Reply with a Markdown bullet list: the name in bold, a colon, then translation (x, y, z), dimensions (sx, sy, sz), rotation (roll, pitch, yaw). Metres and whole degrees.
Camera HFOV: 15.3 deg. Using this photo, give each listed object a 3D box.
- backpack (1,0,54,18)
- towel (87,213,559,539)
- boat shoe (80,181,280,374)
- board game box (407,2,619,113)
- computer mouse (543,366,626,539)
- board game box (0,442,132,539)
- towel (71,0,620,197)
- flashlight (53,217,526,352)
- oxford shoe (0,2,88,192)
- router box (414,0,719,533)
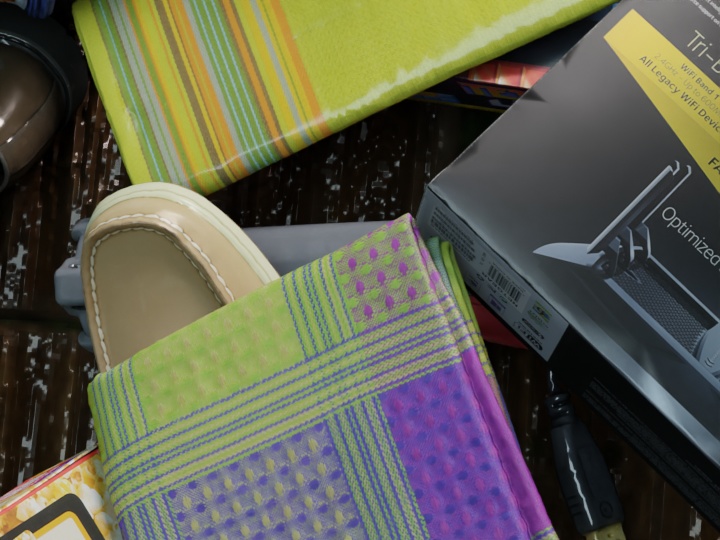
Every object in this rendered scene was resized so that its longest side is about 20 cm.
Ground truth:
- **backpack**: translation (-0.122, -0.185, 0.934), dimensions (0.154, 0.200, 0.191), rotation (12, 75, -1)
- **towel**: translation (-0.001, 0.101, 0.825), dimensions (0.143, 0.023, 0.200), rotation (-26, 77, 22)
- **boat shoe**: translation (-0.045, 0.069, 0.895), dimensions (0.074, 0.066, 0.200), rotation (-19, 101, 21)
- **board game box**: translation (0.096, -0.151, 0.939), dimensions (0.165, 0.057, 0.200), rotation (9, 83, 15)
- **computer mouse**: translation (0.145, 0.081, 0.860), dimensions (0.140, 0.046, 0.200), rotation (-22, 88, -6)
- **board game box**: translation (-0.115, 0.162, 0.811), dimensions (0.046, 0.200, 0.152), rotation (-28, 92, 41)
- **towel**: translation (0.000, -0.094, 0.918), dimensions (0.200, 0.018, 0.086), rotation (-24, 75, 13)
- **flashlight**: translation (0.000, 0.000, 0.937), dimensions (0.200, 0.068, 0.068), rotation (-3, 44, 19)
- **oxford shoe**: translation (-0.207, -0.057, 0.979), dimensions (0.200, 0.073, 0.084), rotation (-2, 38, 18)
- **router box**: translation (0.141, -0.003, 0.835), dimensions (0.157, 0.052, 0.200), rotation (-43, 81, -15)
